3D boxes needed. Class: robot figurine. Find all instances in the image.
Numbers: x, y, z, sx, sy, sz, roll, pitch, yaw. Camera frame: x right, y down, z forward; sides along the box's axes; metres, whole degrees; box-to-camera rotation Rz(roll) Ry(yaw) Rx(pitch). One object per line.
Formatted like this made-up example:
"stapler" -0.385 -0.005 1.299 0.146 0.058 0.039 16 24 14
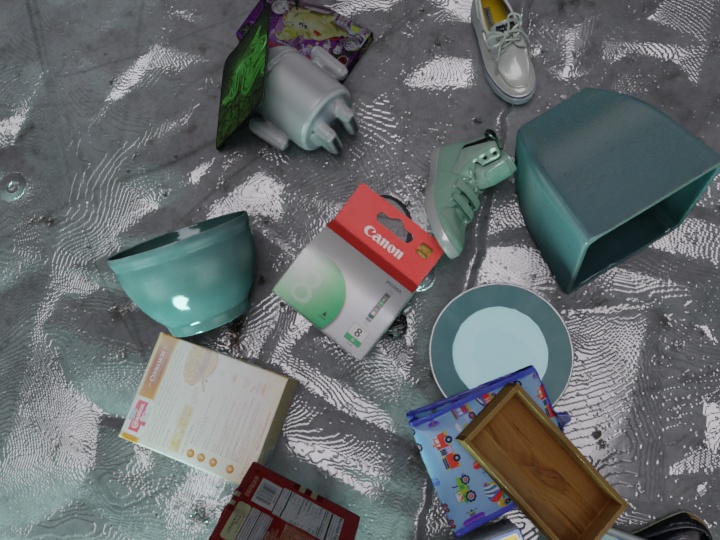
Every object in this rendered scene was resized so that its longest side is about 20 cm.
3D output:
"robot figurine" -0.096 -0.264 0.943 0.200 0.113 0.170 41 86 13

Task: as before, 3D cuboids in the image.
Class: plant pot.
"plant pot" 0.313 -0.124 0.832 0.196 0.196 0.200 -30 67 -1
"plant pot" -0.234 0.011 0.869 0.200 0.200 0.135 -17 102 2

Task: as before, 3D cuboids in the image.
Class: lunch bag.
"lunch bag" 0.180 0.224 0.799 0.200 0.094 0.151 -22 85 0

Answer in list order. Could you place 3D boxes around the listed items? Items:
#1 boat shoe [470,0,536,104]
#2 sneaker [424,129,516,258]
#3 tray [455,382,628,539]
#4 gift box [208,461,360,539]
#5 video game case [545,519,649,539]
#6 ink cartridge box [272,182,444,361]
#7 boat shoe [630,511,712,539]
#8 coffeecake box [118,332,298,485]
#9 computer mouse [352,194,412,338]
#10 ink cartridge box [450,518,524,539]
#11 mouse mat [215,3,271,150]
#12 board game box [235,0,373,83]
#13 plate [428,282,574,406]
"boat shoe" 0.222 -0.359 0.944 0.074 0.086 0.202 -13 76 3
"sneaker" 0.157 -0.114 0.858 0.118 0.074 0.201 -16 50 28
"tray" 0.221 0.246 0.752 0.099 0.037 0.200 -42 90 -14
"gift box" -0.130 0.367 0.746 0.200 0.185 0.187 28 108 6
"video game case" 0.306 0.407 0.732 0.200 0.022 0.183 8 77 40
"ink cartridge box" 0.000 0.000 0.860 0.161 0.050 0.200 38 95 5
"boat shoe" 0.352 0.371 0.772 0.200 0.062 0.075 -30 76 1
"coffeecake box" -0.211 0.193 0.870 0.200 0.073 0.154 18 80 10
"computer mouse" 0.020 -0.011 0.908 0.138 0.053 0.201 13 91 7
"ink cartridge box" 0.110 0.380 0.758 0.200 0.136 0.077 -20 70 2
"mouse mat" -0.181 -0.287 0.934 0.008 0.200 0.161 10 74 -31
"board game box" -0.093 -0.387 1.017 0.200 0.032 0.120 31 86 12
"plate" 0.196 0.117 0.868 0.200 0.026 0.201 -1 76 6
